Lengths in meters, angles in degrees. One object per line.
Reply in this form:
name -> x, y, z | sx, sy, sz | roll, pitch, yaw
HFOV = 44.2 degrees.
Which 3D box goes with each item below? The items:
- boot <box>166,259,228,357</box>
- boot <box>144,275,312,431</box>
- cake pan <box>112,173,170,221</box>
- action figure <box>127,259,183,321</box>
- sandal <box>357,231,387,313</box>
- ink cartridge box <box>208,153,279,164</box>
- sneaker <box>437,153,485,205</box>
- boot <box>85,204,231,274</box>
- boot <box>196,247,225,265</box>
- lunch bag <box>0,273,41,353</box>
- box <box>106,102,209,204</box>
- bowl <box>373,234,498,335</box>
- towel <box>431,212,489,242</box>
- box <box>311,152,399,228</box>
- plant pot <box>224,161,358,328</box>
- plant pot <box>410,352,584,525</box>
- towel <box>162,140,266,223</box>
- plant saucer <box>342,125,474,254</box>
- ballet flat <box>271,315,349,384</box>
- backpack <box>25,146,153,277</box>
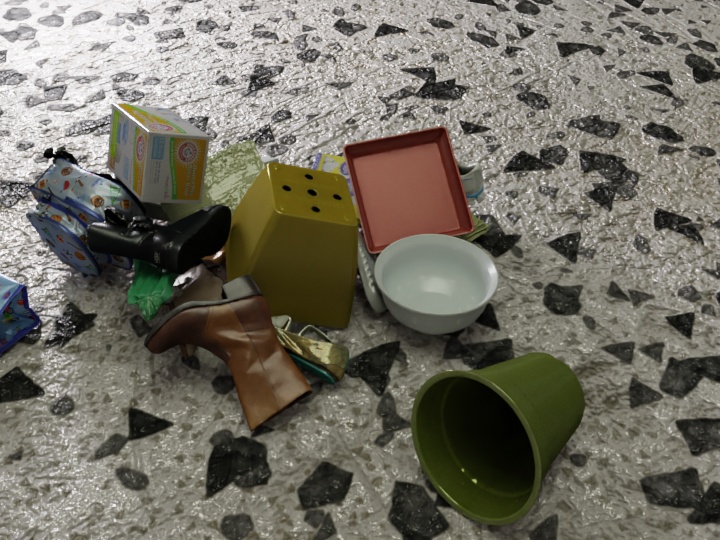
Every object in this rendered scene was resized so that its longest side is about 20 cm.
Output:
boot -> -0.234, 0.052, 1.409 | 0.143, 0.071, 0.201 | -11, 40, -19
boot -> -0.191, 0.136, 1.271 | 0.185, 0.069, 0.203 | -24, 77, -17
cake pan -> -0.361, -0.147, 1.645 | 0.195, 0.037, 0.201 | 12, 28, -6
action figure -> -0.307, 0.021, 1.347 | 0.115, 0.056, 0.201 | -9, 23, 2
sandal -> -0.003, -0.005, 1.490 | 0.049, 0.083, 0.204 | -28, 38, 9
ink cartridge box -> -0.274, -0.188, 1.694 | 0.195, 0.048, 0.160 | 5, 16, 21
sneaker -> 0.134, -0.182, 1.636 | 0.195, 0.088, 0.076 | 6, 41, 9
boot -> -0.310, -0.067, 1.380 | 0.165, 0.078, 0.200 | 16, 27, 14
boot -> -0.198, -0.067, 1.559 | 0.185, 0.070, 0.200 | 23, 44, 25
lunch bag -> -0.617, 0.091, 1.347 | 0.148, 0.095, 0.201 | 21, 52, 20
box -> -0.328, -0.189, 1.424 | 0.099, 0.115, 0.199 | -1, 23, -33
bowl -> 0.117, 0.037, 1.416 | 0.196, 0.092, 0.203 | 1, 38, -1
towel -> 0.124, -0.095, 1.627 | 0.146, 0.037, 0.200 | -25, 46, -27
box -> -0.005, -0.140, 1.617 | 0.196, 0.048, 0.120 | 12, 72, 21
plant pot -> -0.099, -0.053, 1.409 | 0.195, 0.179, 0.202 | 8, 37, -19
plant pot -> 0.199, 0.197, 1.165 | 0.198, 0.204, 0.188 | 31, 34, 33
towel -> -0.248, -0.135, 1.538 | 0.197, 0.037, 0.150 | -27, 70, -11
plant saucer -> 0.081, -0.138, 1.557 | 0.195, 0.037, 0.204 | -12, 77, -12
ballet flat -> -0.104, 0.105, 1.340 | 0.197, 0.072, 0.071 | 22, 42, 19
backpack -> -0.444, -0.084, 1.480 | 0.187, 0.201, 0.156 | 12, 63, 26
